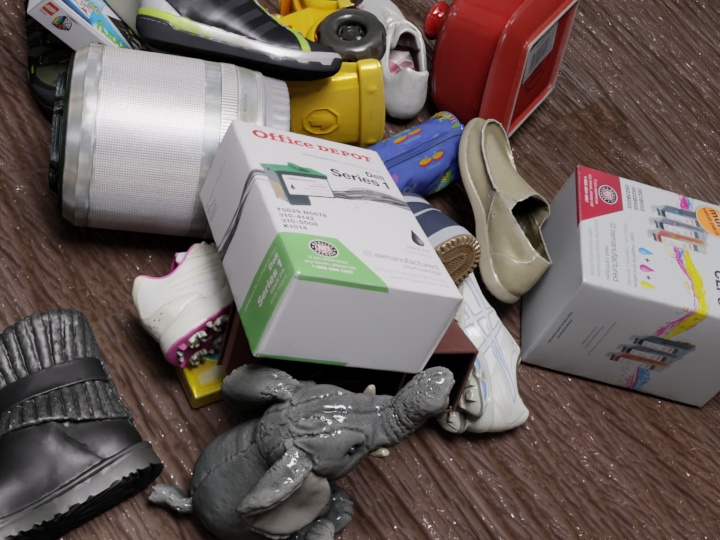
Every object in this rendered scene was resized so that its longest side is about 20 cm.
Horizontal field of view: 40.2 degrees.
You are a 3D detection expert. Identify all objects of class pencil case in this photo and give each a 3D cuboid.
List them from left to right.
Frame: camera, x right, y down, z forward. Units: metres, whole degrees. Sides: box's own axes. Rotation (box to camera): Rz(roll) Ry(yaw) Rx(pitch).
[{"bbox_3d":[0.031,-0.097,0.995,0.199,0.087,0.079,-27,88,-34],"label":"pencil case"}]

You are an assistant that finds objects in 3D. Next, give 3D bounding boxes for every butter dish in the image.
[{"bbox_3d":[0.137,-0.250,1.084,0.147,0.200,0.200,30,51,18],"label":"butter dish"}]

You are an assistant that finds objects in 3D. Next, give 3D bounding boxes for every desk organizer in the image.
[{"bbox_3d":[-0.008,0.070,0.814,0.198,0.072,0.077,2,31,-29],"label":"desk organizer"}]

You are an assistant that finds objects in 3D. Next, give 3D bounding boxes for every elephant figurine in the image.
[{"bbox_3d":[-0.047,0.128,0.733,0.141,0.201,0.155,40,53,12],"label":"elephant figurine"}]

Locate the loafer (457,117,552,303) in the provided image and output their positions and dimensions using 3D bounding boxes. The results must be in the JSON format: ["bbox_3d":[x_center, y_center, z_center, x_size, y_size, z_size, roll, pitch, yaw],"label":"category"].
[{"bbox_3d":[0.148,-0.067,0.968,0.075,0.068,0.202,23,52,-49],"label":"loafer"}]

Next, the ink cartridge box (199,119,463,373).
[{"bbox_3d":[-0.030,-0.022,0.771,0.145,0.085,0.201,9,36,-30],"label":"ink cartridge box"}]

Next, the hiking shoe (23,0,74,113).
[{"bbox_3d":[-0.305,-0.243,0.976,0.075,0.101,0.201,-15,57,-11],"label":"hiking shoe"}]

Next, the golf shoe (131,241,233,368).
[{"bbox_3d":[-0.109,-0.002,0.858,0.091,0.076,0.199,42,52,18],"label":"golf shoe"}]

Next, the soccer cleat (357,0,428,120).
[{"bbox_3d":[0.041,-0.262,1.119,0.069,0.087,0.201,-1,55,-19],"label":"soccer cleat"}]

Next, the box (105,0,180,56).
[{"bbox_3d":[-0.198,-0.280,0.940,0.200,0.082,0.069,49,27,-35],"label":"box"}]

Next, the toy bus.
[{"bbox_3d":[-0.075,-0.220,1.038,0.190,0.136,0.201,-10,55,-6],"label":"toy bus"}]

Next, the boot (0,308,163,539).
[{"bbox_3d":[-0.268,0.128,0.736,0.210,0.080,0.158,-22,70,-40],"label":"boot"}]

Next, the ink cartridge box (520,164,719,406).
[{"bbox_3d":[0.274,0.018,0.956,0.198,0.145,0.146,14,51,-9],"label":"ink cartridge box"}]

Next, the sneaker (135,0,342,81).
[{"bbox_3d":[-0.107,-0.230,0.896,0.198,0.072,0.084,11,89,-16],"label":"sneaker"}]

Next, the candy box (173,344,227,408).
[{"bbox_3d":[-0.079,0.047,0.894,0.199,0.026,0.103,-17,66,-28],"label":"candy box"}]

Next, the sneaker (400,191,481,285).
[{"bbox_3d":[0.000,0.000,0.895,0.199,0.070,0.109,-28,44,-11],"label":"sneaker"}]

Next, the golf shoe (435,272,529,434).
[{"bbox_3d":[0.104,0.062,0.929,0.097,0.078,0.202,14,54,-31],"label":"golf shoe"}]

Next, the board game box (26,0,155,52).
[{"bbox_3d":[-0.234,-0.241,0.970,0.200,0.034,0.127,39,36,-44],"label":"board game box"}]

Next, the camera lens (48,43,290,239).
[{"bbox_3d":[-0.174,-0.113,0.892,0.198,0.160,0.161,5,54,-15],"label":"camera lens"}]
